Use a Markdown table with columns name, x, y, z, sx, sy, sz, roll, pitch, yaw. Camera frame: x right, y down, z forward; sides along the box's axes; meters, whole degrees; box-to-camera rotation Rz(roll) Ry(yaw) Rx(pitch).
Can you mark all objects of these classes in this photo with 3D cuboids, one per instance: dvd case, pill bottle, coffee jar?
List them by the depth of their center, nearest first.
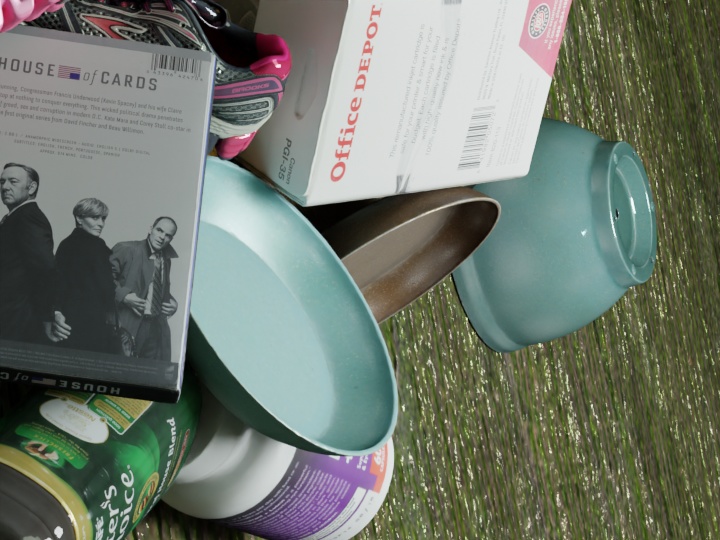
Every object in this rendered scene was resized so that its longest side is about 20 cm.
| name | x | y | z | sx | sy | sz | roll | pitch | yaw |
| --- | --- | --- | --- | --- | --- | --- | --- | --- | --- |
| coffee jar | -0.160 | 0.115 | 1.190 | 0.200 | 0.085 | 0.105 | -49 | 164 | -58 |
| dvd case | -0.159 | -0.035 | 1.210 | 0.025 | 0.149 | 0.202 | 113 | -17 | -63 |
| pill bottle | -0.068 | 0.100 | 1.383 | 0.200 | 0.110 | 0.113 | 29 | 56 | -60 |

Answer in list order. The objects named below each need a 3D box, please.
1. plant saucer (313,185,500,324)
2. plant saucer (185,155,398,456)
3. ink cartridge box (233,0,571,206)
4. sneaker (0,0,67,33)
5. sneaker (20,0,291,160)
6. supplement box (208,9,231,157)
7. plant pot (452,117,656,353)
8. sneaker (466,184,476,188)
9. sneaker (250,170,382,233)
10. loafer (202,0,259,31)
| name | x | y | z | sx | sy | sz | roll | pitch | yaw |
| --- | --- | --- | --- | --- | --- | --- | --- | --- | --- |
| plant saucer | 0.000 | 0.000 | 1.497 | 0.032 | 0.200 | 0.200 | 57 | 21 | 14 |
| plant saucer | -0.057 | 0.027 | 1.307 | 0.200 | 0.036 | 0.201 | 42 | 26 | -26 |
| ink cartridge box | 0.027 | -0.130 | 1.416 | 0.199 | 0.083 | 0.148 | -9 | 122 | -42 |
| sneaker | -0.193 | -0.173 | 1.193 | 0.199 | 0.079 | 0.096 | -30 | 95 | -33 |
| sneaker | -0.132 | -0.145 | 1.296 | 0.199 | 0.075 | 0.081 | 27 | 40 | -19 |
| supplement box | -0.127 | -0.079 | 1.368 | 0.201 | 0.068 | 0.067 | -63 | 143 | -50 |
| plant pot | 0.168 | -0.040 | 1.916 | 0.200 | 0.133 | 0.202 | 34 | 51 | -57 |
| sneaker | 0.053 | -0.065 | 1.712 | 0.200 | 0.099 | 0.070 | 25 | 62 | -61 |
| sneaker | -0.030 | -0.048 | 1.551 | 0.199 | 0.108 | 0.071 | -4 | 87 | -50 |
| loafer | -0.091 | -0.173 | 1.483 | 0.063 | 0.071 | 0.201 | -66 | 138 | -61 |
